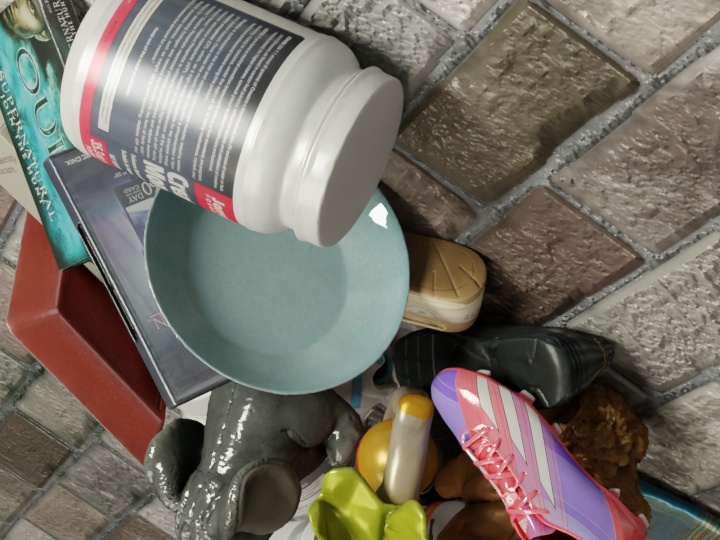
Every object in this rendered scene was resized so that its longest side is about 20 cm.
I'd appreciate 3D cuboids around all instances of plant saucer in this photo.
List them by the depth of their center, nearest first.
[{"bbox_3d":[-0.063,-0.003,1.312,0.201,0.201,0.039,36,152,-8],"label":"plant saucer"},{"bbox_3d":[-0.226,0.040,1.609,0.037,0.200,0.200,-26,126,19],"label":"plant saucer"}]

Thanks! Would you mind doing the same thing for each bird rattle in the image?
[{"bbox_3d":[0.029,0.171,1.405,0.113,0.163,0.200,14,173,5],"label":"bird rattle"}]

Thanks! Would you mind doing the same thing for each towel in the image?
[{"bbox_3d":[0.297,0.248,1.561,0.200,0.022,0.147,28,153,8],"label":"towel"}]

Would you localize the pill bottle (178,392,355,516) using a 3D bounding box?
[{"bbox_3d":[-0.094,0.130,1.654,0.113,0.113,0.200,10,151,37],"label":"pill bottle"}]

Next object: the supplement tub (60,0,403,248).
[{"bbox_3d":[-0.087,-0.110,1.226,0.200,0.140,0.140,25,152,14],"label":"supplement tub"}]

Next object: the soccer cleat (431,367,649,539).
[{"bbox_3d":[0.121,0.152,1.327,0.200,0.076,0.067,43,144,5],"label":"soccer cleat"}]

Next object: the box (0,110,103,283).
[{"bbox_3d":[-0.235,-0.068,1.529,0.200,0.068,0.082,45,151,-26],"label":"box"}]

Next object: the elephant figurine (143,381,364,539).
[{"bbox_3d":[-0.096,0.168,1.416,0.155,0.200,0.141,41,155,-8],"label":"elephant figurine"}]

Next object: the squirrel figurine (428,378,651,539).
[{"bbox_3d":[0.133,0.178,1.430,0.142,0.187,0.200,46,150,-25],"label":"squirrel figurine"}]

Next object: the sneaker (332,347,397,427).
[{"bbox_3d":[-0.007,0.100,1.563,0.081,0.077,0.200,-13,161,3],"label":"sneaker"}]

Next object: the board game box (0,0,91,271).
[{"bbox_3d":[-0.228,-0.108,1.390,0.135,0.028,0.200,-21,90,57],"label":"board game box"}]

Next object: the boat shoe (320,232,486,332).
[{"bbox_3d":[0.000,0.000,1.394,0.200,0.074,0.069,21,145,19],"label":"boat shoe"}]

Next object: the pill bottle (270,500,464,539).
[{"bbox_3d":[0.012,0.267,1.648,0.200,0.110,0.110,-8,135,34],"label":"pill bottle"}]

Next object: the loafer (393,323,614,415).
[{"bbox_3d":[0.107,0.075,1.411,0.200,0.072,0.073,3,102,49],"label":"loafer"}]

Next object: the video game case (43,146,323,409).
[{"bbox_3d":[-0.123,-0.016,1.324,0.200,0.143,0.019,62,149,7],"label":"video game case"}]

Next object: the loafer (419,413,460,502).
[{"bbox_3d":[0.047,0.171,1.634,0.073,0.071,0.200,21,151,20],"label":"loafer"}]

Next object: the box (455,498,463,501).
[{"bbox_3d":[0.069,0.316,1.732,0.200,0.184,0.105,3,141,44],"label":"box"}]
